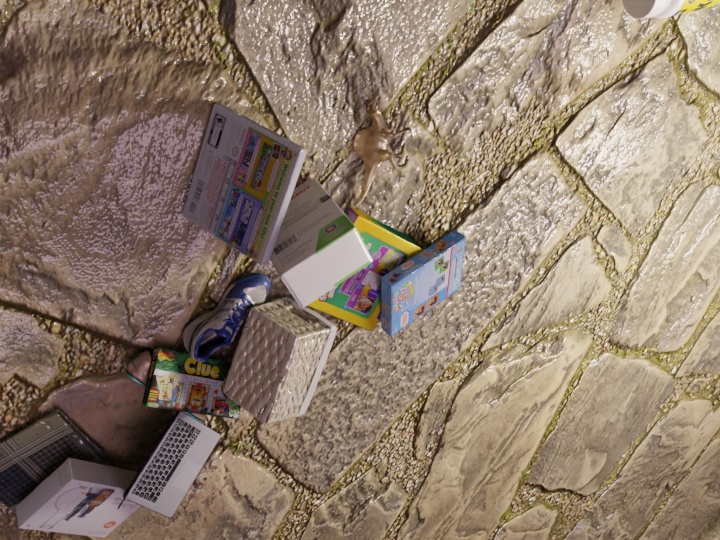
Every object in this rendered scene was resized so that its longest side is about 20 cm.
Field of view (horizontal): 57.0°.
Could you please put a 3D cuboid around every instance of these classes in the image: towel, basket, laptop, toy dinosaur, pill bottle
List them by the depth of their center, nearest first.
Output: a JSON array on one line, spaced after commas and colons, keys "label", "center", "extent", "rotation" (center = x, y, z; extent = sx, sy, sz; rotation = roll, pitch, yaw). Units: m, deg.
[{"label": "toy dinosaur", "center": [0.035, -0.214, 1.202], "extent": [0.099, 0.058, 0.203], "rotation": [4, 109, -10]}, {"label": "pill bottle", "center": [0.594, -0.536, 1.230], "extent": [0.197, 0.114, 0.116], "rotation": [-18, 124, -14]}, {"label": "basket", "center": [-0.154, 0.169, 1.240], "extent": [0.123, 0.135, 0.202], "rotation": [-8, 123, -60]}, {"label": "towel", "center": [-0.598, 0.366, 1.249], "extent": [0.198, 0.035, 0.194], "rotation": [-28, 123, -5]}, {"label": "laptop", "center": [-0.355, 0.377, 1.263], "extent": [0.200, 0.115, 0.189], "rotation": [46, 69, -40]}]

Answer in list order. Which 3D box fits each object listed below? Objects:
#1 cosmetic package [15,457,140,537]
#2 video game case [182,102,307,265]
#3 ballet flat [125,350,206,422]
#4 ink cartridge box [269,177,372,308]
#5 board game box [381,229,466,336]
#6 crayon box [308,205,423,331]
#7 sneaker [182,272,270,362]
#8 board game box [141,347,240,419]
[{"label": "cosmetic package", "center": [-0.523, 0.440, 1.272], "extent": [0.150, 0.052, 0.200], "rotation": [-40, 141, 11]}, {"label": "video game case", "center": [-0.191, -0.139, 1.069], "extent": [0.022, 0.181, 0.202], "rotation": [-19, 135, -62]}, {"label": "ballet flat", "center": [-0.349, 0.217, 1.255], "extent": [0.068, 0.068, 0.200], "rotation": [-52, 128, -10]}, {"label": "ink cartridge box", "center": [-0.089, -0.052, 1.136], "extent": [0.145, 0.200, 0.084], "rotation": [-33, 129, -3]}, {"label": "board game box", "center": [0.126, 0.026, 1.328], "extent": [0.199, 0.037, 0.153], "rotation": [-33, 143, -26]}, {"label": "crayon box", "center": [0.000, 0.000, 1.295], "extent": [0.171, 0.058, 0.201], "rotation": [24, 105, -32]}, {"label": "sneaker", "center": [-0.236, 0.091, 1.219], "extent": [0.200, 0.088, 0.075], "rotation": [-43, 124, 2]}, {"label": "board game box", "center": [-0.306, 0.215, 1.249], "extent": [0.198, 0.023, 0.106], "rotation": [20, 72, -41]}]
